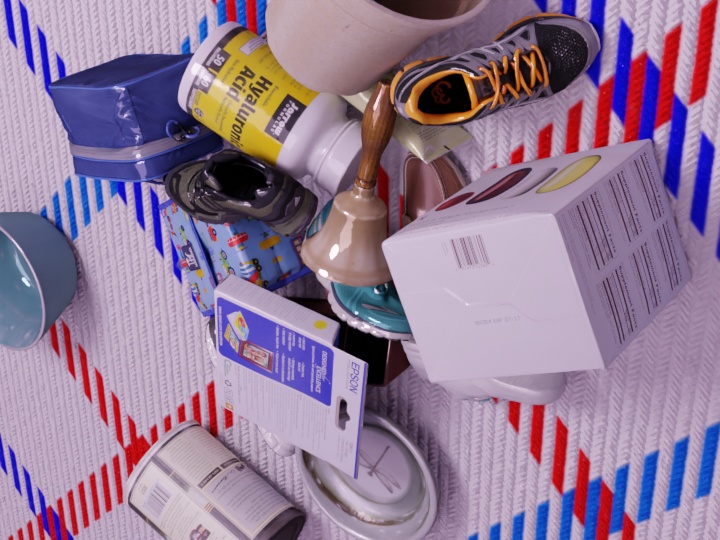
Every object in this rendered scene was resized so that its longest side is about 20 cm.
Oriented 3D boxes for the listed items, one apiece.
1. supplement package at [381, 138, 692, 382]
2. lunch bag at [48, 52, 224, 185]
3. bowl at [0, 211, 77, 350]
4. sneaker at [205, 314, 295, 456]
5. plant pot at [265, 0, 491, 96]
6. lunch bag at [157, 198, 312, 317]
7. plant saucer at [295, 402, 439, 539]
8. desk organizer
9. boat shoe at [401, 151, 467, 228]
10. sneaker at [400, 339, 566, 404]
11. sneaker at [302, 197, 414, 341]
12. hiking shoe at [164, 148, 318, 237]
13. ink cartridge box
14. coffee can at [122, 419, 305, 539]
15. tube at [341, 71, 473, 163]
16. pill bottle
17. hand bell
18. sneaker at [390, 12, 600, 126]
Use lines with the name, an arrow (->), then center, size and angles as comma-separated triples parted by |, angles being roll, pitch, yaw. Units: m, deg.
supplement package -> 0.166, -0.009, 1.164 | 0.190, 0.200, 0.148 | -8, 107, 40
lunch bag -> -0.249, -0.168, 1.446 | 0.199, 0.135, 0.133 | 11, 122, 48
bowl -> -0.468, -0.002, 1.745 | 0.200, 0.105, 0.202 | 19, 125, 31
sneaker -> -0.115, 0.130, 1.568 | 0.080, 0.074, 0.201 | -33, 95, 29
plant pot -> 0.001, -0.265, 1.182 | 0.201, 0.200, 0.183 | 52, 145, 3
lunch bag -> -0.165, -0.033, 1.507 | 0.200, 0.094, 0.151 | -20, 95, 54
plant saucer -> 0.015, 0.238, 1.519 | 0.199, 0.050, 0.201 | 17, 125, 27
desk organizer -> -0.034, 0.081, 1.459 | 0.199, 0.077, 0.072 | 1, 114, 38
boat shoe -> 0.078, -0.029, 1.313 | 0.075, 0.072, 0.201 | 2, 114, 38
sneaker -> 0.137, 0.112, 1.355 | 0.199, 0.075, 0.089 | 18, 136, 38
sneaker -> 0.000, 0.000, 1.363 | 0.200, 0.077, 0.080 | 52, 127, 36
hiking shoe -> -0.139, -0.097, 1.317 | 0.199, 0.076, 0.101 | 11, 155, 36
ink cartridge box -> -0.074, 0.119, 1.424 | 0.199, 0.047, 0.198 | 23, 136, 18
coffee can -> -0.193, 0.315, 1.666 | 0.200, 0.146, 0.147 | 38, 131, 17
tube -> 0.018, -0.178, 1.284 | 0.200, 0.052, 0.058 | 40, 88, 20
pill bottle -> -0.084, -0.166, 1.336 | 0.199, 0.111, 0.112 | 34, 131, 7
hand bell -> 0.005, -0.095, 1.251 | 0.104, 0.104, 0.201 | 27, 125, 25
sneaker -> 0.124, -0.174, 1.154 | 0.199, 0.077, 0.079 | -20, 107, 10
